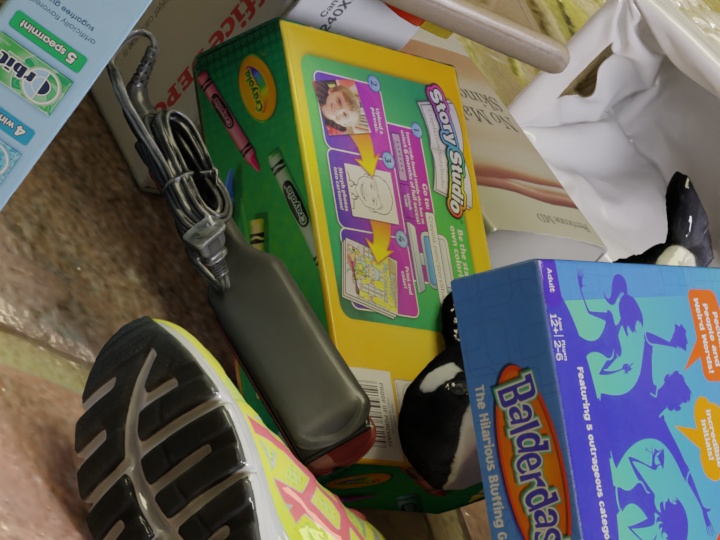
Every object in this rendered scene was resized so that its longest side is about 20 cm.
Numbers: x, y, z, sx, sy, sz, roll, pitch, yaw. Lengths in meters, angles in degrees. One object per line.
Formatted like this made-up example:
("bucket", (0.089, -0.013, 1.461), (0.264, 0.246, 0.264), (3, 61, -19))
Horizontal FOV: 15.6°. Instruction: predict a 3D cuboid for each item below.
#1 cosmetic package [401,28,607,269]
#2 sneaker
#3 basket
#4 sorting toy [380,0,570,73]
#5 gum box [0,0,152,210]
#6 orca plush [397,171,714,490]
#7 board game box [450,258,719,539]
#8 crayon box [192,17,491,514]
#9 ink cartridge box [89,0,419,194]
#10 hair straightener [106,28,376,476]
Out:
("cosmetic package", (0.020, -0.059, 1.315), (0.103, 0.087, 0.200), (8, 42, -51))
("sneaker", (-0.035, 0.105, 1.003), (0.200, 0.078, 0.090), (59, 28, 10))
("basket", (0.197, -0.056, 1.507), (0.200, 0.136, 0.123), (47, 24, 10))
("sorting toy", (-0.012, -0.168, 1.171), (0.185, 0.036, 0.200), (19, 30, -36))
("gum box", (-0.129, -0.070, 0.990), (0.045, 0.200, 0.170), (35, 26, -8))
("orca plush", (0.071, 0.017, 1.110), (0.071, 0.105, 0.200), (36, 61, 19))
("board game box", (0.121, 0.075, 1.030), (0.200, 0.045, 0.152), (1, 77, -52))
("crayon box", (0.000, 0.000, 1.141), (0.119, 0.058, 0.200), (10, 64, -48))
("ink cartridge box", (-0.072, -0.148, 1.257), (0.083, 0.145, 0.200), (13, 38, -46))
("hair straightener", (-0.051, -0.017, 1.046), (0.077, 0.041, 0.200), (82, -17, -71))
